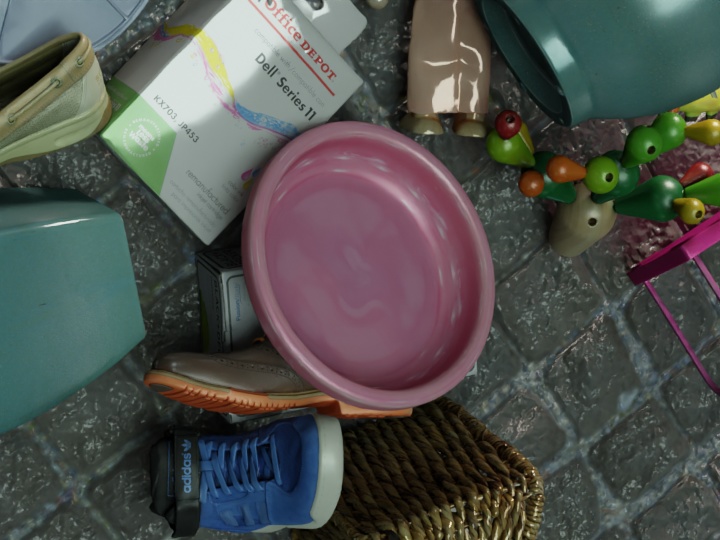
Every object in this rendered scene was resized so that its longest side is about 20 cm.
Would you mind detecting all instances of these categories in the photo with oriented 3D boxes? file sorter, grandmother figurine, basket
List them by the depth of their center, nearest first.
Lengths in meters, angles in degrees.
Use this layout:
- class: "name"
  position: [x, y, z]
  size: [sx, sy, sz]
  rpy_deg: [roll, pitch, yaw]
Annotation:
- class: "grandmother figurine"
  position: [0.063, -0.200, 1.413]
  size: [0.120, 0.061, 0.202]
  rpy_deg: [1, 102, -19]
- class: "basket"
  position: [0.045, 0.200, 1.438]
  size: [0.148, 0.200, 0.144]
  rpy_deg: [-19, 111, -18]
- class: "file sorter"
  position: [0.335, -0.008, 1.516]
  size: [0.199, 0.139, 0.126]
  rpy_deg: [-32, 87, -12]

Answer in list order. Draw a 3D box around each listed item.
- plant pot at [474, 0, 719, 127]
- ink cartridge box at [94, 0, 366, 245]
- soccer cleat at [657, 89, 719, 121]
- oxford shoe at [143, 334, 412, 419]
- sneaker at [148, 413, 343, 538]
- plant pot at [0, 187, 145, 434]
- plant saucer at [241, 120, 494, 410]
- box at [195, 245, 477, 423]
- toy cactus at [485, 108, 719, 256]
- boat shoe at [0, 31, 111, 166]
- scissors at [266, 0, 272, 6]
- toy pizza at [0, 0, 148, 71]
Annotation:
- class: "plant pot"
  position: [0.161, -0.182, 1.338]
  size: [0.134, 0.200, 0.201]
  rpy_deg: [-35, 116, -5]
- class: "ink cartridge box"
  position: [-0.082, -0.133, 1.361]
  size: [0.200, 0.067, 0.117]
  rpy_deg: [-47, 117, -5]
- class: "soccer cleat"
  position: [0.201, -0.166, 1.478]
  size: [0.198, 0.065, 0.085]
  rpy_deg: [13, 97, -26]
- class: "oxford shoe"
  position: [-0.057, 0.063, 1.372]
  size: [0.198, 0.071, 0.074]
  rpy_deg: [5, 83, -28]
- class: "sneaker"
  position: [-0.088, 0.143, 1.376]
  size: [0.110, 0.200, 0.078]
  rpy_deg: [5, 75, -20]
- class: "plant pot"
  position: [-0.254, 0.024, 1.299]
  size: [0.198, 0.141, 0.143]
  rpy_deg: [-19, 112, -25]
- class: "plant saucer"
  position: [0.000, 0.000, 1.354]
  size: [0.199, 0.051, 0.203]
  rpy_deg: [12, 68, -31]
- class: "box"
  position: [-0.017, 0.032, 1.442]
  size: [0.198, 0.060, 0.118]
  rpy_deg: [-11, 109, -21]
- class: "toy cactus"
  position: [0.176, -0.069, 1.457]
  size: [0.198, 0.165, 0.103]
  rpy_deg: [1, 63, -16]
- class: "boat shoe"
  position: [-0.261, -0.094, 1.279]
  size: [0.199, 0.073, 0.064]
  rpy_deg: [-21, 133, -9]
- class: "scissors"
  position: [-0.047, -0.279, 1.323]
  size: [0.072, 0.014, 0.202]
  rpy_deg: [-8, 83, -18]
- class: "toy pizza"
  position: [-0.220, -0.232, 1.294]
  size: [0.198, 0.032, 0.202]
  rpy_deg: [-7, 109, -22]
